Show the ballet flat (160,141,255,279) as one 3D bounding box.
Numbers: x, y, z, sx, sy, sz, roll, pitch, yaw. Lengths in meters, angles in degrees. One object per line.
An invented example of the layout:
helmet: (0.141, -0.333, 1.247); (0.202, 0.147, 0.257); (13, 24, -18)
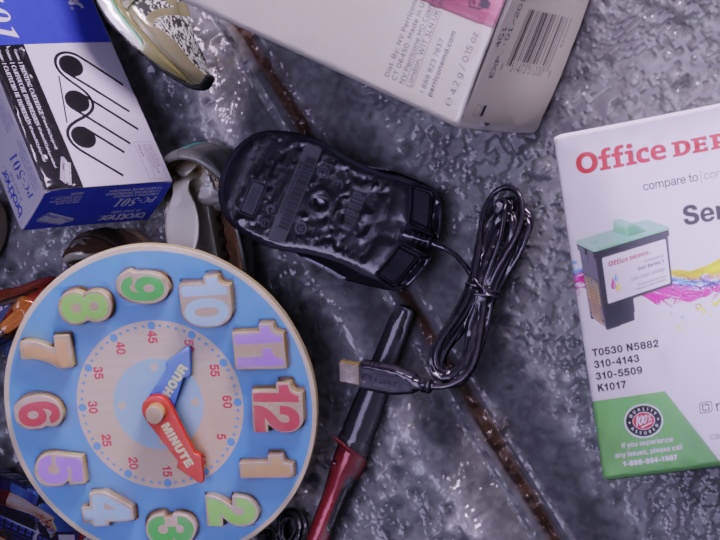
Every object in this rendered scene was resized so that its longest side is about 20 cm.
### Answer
ballet flat: (-0.094, 0.019, 1.554); (0.067, 0.064, 0.202); (-10, 88, 25)

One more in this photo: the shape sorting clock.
shape sorting clock: (-0.123, 0.083, 1.516); (0.198, 0.039, 0.202); (1, 102, 6)

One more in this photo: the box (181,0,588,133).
box: (0.019, -0.169, 1.458); (0.199, 0.128, 0.110); (27, 103, 22)

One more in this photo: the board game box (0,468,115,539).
board game box: (-0.200, 0.237, 1.613); (0.199, 0.062, 0.201); (15, 99, 24)

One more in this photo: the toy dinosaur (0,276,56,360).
toy dinosaur: (-0.268, 0.037, 1.605); (0.182, 0.105, 0.200); (-45, 72, 28)

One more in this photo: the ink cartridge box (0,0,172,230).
ink cartridge box: (-0.199, -0.121, 1.556); (0.044, 0.094, 0.201); (-51, 55, 43)

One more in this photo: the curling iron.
curling iron: (-0.015, 0.111, 1.539); (0.049, 0.026, 0.201); (31, 104, 19)

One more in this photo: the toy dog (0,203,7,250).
toy dog: (-0.285, -0.099, 1.624); (0.131, 0.096, 0.202); (-7, 89, 25)

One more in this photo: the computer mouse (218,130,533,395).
computer mouse: (0.000, 0.000, 1.512); (0.199, 0.046, 0.141); (15, 83, 16)

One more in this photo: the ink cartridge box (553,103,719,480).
ink cartridge box: (0.200, 0.008, 1.400); (0.144, 0.084, 0.202); (-10, 87, 26)

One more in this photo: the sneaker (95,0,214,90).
sneaker: (-0.130, -0.210, 1.563); (0.088, 0.077, 0.201); (-29, 82, 15)

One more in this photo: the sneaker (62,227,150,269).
sneaker: (-0.154, 0.073, 1.578); (0.070, 0.075, 0.201); (-17, 84, 25)
